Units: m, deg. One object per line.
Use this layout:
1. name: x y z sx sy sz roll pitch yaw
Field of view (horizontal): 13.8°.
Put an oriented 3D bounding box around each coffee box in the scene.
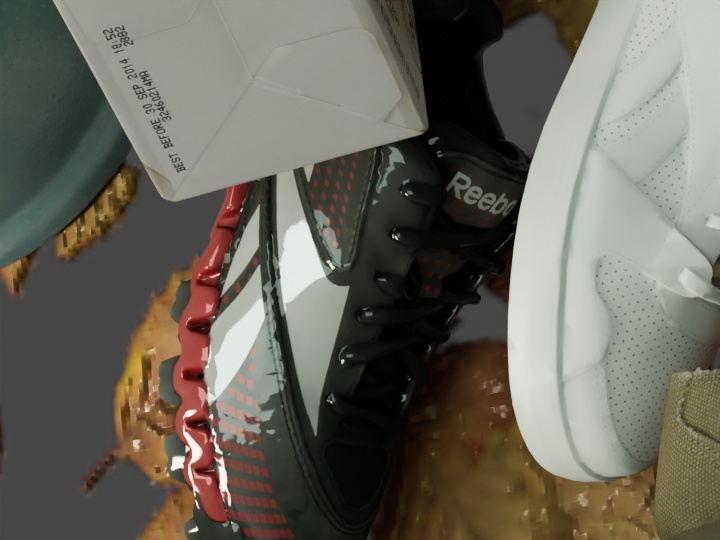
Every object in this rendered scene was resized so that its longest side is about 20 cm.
1. coffee box: -0.041 -0.136 0.823 0.080 0.113 0.200 -15 50 10

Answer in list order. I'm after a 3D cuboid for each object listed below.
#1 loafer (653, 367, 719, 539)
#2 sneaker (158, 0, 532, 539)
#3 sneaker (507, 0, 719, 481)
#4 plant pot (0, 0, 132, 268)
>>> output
1. loafer: 0.158 0.024 0.729 0.200 0.076 0.067 -22 73 14
2. sneaker: 0.000 0.000 0.850 0.098 0.071 0.201 1 82 36
3. sneaker: 0.114 -0.031 0.779 0.116 0.074 0.200 16 90 37
4. plant pot: -0.173 -0.103 0.942 0.200 0.134 0.200 -5 80 32
